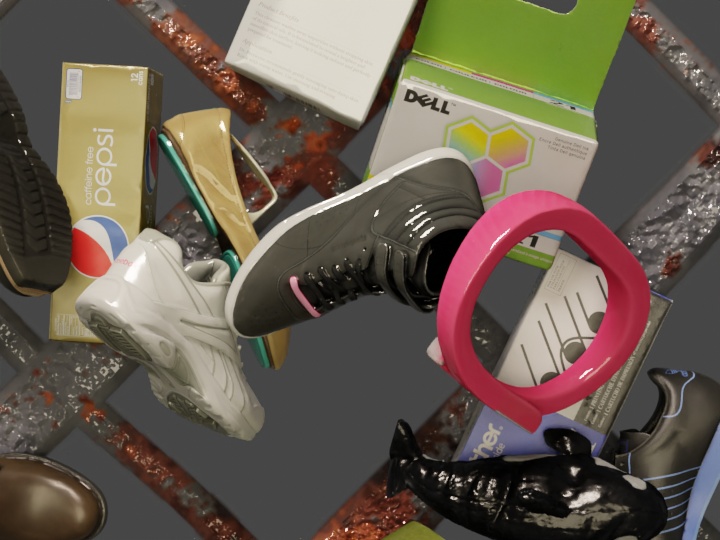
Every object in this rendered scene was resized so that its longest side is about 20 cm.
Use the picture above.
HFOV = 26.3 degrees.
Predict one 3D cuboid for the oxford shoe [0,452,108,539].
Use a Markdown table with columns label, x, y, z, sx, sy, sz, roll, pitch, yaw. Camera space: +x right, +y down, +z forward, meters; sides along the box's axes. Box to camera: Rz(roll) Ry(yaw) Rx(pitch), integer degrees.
| label | x | y | z | sx | sy | sz | roll | pitch | yaw |
| --- | --- | --- | --- | --- | --- | --- | --- | --- | --- |
| oxford shoe | -0.286 | 0.167 | 1.122 | 0.200 | 0.084 | 0.073 | 11 | 91 | -2 |

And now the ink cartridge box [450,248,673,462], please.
| label | x | y | z | sx | sy | sz | roll | pitch | yaw |
| --- | --- | --- | --- | --- | --- | --- | --- | --- | --- |
| ink cartridge box | 0.143 | 0.092 | 1.139 | 0.094 | 0.044 | 0.200 | 25 | 93 | 0 |

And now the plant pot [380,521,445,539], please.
| label | x | y | z | sx | sy | sz | roll | pitch | yaw |
| --- | --- | --- | --- | --- | --- | --- | --- | --- | --- |
| plant pot | 0.011 | 0.285 | 1.094 | 0.187 | 0.187 | 0.200 | 42 | 78 | -2 |

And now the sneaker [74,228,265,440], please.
| label | x | y | z | sx | sy | sz | roll | pitch | yaw |
| --- | --- | --- | --- | --- | --- | --- | --- | --- | --- |
| sneaker | -0.111 | 0.046 | 1.087 | 0.078 | 0.200 | 0.099 | 16 | 64 | 35 |

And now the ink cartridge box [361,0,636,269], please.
| label | x | y | z | sx | sy | sz | roll | pitch | yaw |
| --- | --- | --- | --- | --- | --- | --- | --- | --- | --- |
| ink cartridge box | 0.098 | -0.122 | 1.080 | 0.148 | 0.076 | 0.200 | 17 | 115 | -1 |

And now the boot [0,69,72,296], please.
| label | x | y | z | sx | sy | sz | roll | pitch | yaw |
| --- | --- | --- | --- | --- | --- | --- | --- | --- | --- |
| boot | -0.287 | -0.041 | 1.085 | 0.138 | 0.077 | 0.200 | -36 | 59 | 22 |

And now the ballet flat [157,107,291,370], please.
| label | x | y | z | sx | sy | sz | roll | pitch | yaw |
| --- | --- | --- | --- | --- | --- | --- | --- | --- | --- |
| ballet flat | -0.081 | -0.027 | 1.124 | 0.063 | 0.069 | 0.200 | -25 | 94 | -14 |

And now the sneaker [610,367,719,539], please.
| label | x | y | z | sx | sy | sz | roll | pitch | yaw |
| --- | --- | --- | --- | --- | --- | --- | --- | --- | --- |
| sneaker | 0.214 | 0.169 | 1.135 | 0.078 | 0.070 | 0.200 | 23 | 87 | 3 |

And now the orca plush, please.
| label | x | y | z | sx | sy | sz | roll | pitch | yaw |
| --- | --- | --- | --- | --- | --- | --- | --- | --- | --- |
| orca plush | 0.115 | 0.147 | 1.074 | 0.200 | 0.071 | 0.105 | 24 | 77 | 13 |

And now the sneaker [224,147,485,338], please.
| label | x | y | z | sx | sy | sz | roll | pitch | yaw |
| --- | --- | --- | --- | --- | --- | --- | --- | --- | --- |
| sneaker | 0.000 | 0.000 | 1.025 | 0.200 | 0.099 | 0.071 | -32 | 126 | 4 |

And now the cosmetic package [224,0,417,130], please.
| label | x | y | z | sx | sy | sz | roll | pitch | yaw |
| --- | --- | --- | --- | --- | --- | --- | --- | --- | --- |
| cosmetic package | -0.008 | -0.215 | 1.106 | 0.113 | 0.081 | 0.200 | 26 | 91 | -2 |

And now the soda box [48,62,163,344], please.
| label | x | y | z | sx | sy | sz | roll | pitch | yaw |
| --- | --- | --- | --- | --- | --- | --- | --- | --- | --- |
| soda box | -0.184 | -0.048 | 1.118 | 0.064 | 0.068 | 0.200 | 4 | 93 | 2 |

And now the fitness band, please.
| label | x | y | z | sx | sy | sz | roll | pitch | yaw |
| --- | --- | --- | --- | --- | --- | --- | --- | --- | --- |
| fitness band | 0.121 | 0.029 | 1.034 | 0.144 | 0.037 | 0.200 | -53 | 137 | -1 |
